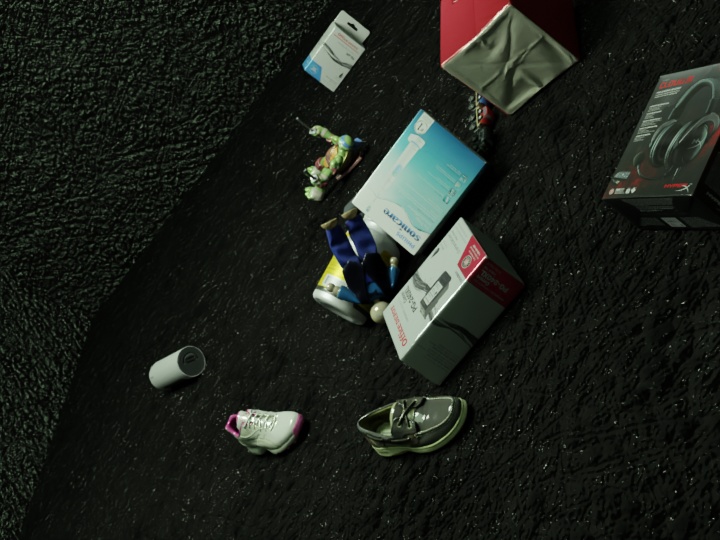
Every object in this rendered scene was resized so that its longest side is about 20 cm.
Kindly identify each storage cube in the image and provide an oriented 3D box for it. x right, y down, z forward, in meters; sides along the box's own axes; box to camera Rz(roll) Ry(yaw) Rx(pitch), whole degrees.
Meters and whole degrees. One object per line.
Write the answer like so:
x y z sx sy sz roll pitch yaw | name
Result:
0.255 -0.414 1.471 0.170 0.199 0.182 -35 37 40 | storage cube

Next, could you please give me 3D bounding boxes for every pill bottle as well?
0.005 -0.012 1.565 0.202 0.111 0.111 -60 23 -9 | pill bottle

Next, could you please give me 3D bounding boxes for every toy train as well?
0.223 -0.276 1.559 0.046 0.034 0.202 -37 30 33 | toy train

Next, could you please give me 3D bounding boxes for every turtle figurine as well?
-0.108 -0.266 2.051 0.198 0.145 0.194 -22 -20 -31 | turtle figurine

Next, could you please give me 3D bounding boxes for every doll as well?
0.000 0.000 1.483 0.135 0.202 0.048 -26 3 -2 | doll

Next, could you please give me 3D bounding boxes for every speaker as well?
-0.488 0.259 2.269 0.199 0.081 0.082 -27 37 51 | speaker

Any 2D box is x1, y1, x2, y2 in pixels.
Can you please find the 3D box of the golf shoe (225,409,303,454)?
-0.180 0.292 1.581 0.199 0.091 0.076 -27 35 49 | golf shoe

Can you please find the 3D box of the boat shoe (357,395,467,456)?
0.066 0.214 1.202 0.200 0.066 0.072 -29 35 49 | boat shoe

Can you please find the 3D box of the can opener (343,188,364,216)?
0.039 -0.163 1.768 0.200 0.053 0.067 -44 25 32 | can opener

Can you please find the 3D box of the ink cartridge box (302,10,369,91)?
-0.068 -0.651 2.536 0.201 0.115 0.068 -51 24 17 | ink cartridge box

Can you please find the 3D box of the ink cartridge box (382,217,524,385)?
0.132 0.045 1.265 0.201 0.083 0.146 -51 23 15 | ink cartridge box

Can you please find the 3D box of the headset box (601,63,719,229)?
0.392 -0.152 0.994 0.202 0.077 0.148 -63 23 -8 | headset box

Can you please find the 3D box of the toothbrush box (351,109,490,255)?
0.105 -0.149 1.471 0.201 0.146 0.085 -53 -9 11 | toothbrush box
